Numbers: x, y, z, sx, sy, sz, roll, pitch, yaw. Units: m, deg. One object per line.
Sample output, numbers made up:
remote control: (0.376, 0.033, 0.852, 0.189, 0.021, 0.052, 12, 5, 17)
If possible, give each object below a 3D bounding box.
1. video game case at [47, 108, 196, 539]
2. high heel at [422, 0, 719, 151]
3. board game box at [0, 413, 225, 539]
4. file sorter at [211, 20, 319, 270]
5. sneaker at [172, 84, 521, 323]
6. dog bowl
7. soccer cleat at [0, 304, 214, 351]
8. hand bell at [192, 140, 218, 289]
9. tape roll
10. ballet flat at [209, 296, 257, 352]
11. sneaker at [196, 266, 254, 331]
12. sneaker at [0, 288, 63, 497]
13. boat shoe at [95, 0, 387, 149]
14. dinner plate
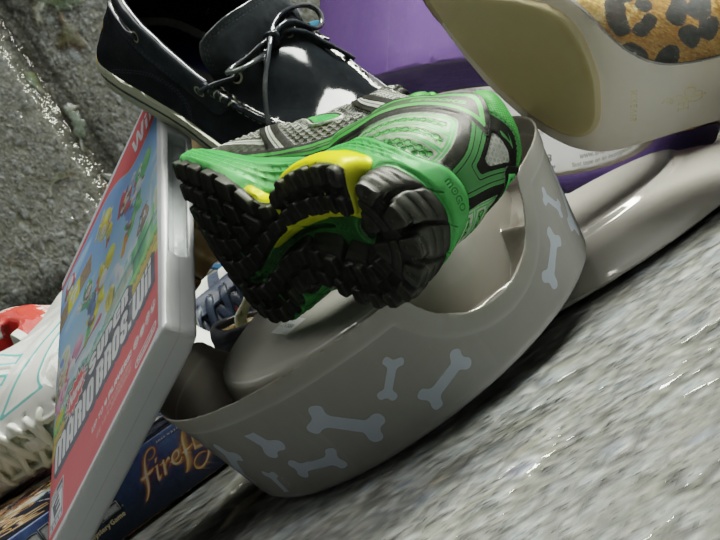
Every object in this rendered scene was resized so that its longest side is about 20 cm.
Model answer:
video game case: (-0.111, 0.018, 0.910, 0.200, 0.017, 0.143, -98, 31, -53)
high heel: (0.136, -0.109, 0.865, 0.143, 0.200, 0.071, -43, -29, -43)
board game box: (-0.158, 0.127, 1.044, 0.135, 0.035, 0.200, -35, 7, -28)
file sorter: (-0.035, -0.080, 1.369, 0.123, 0.139, 0.200, 6, -15, -29)
sneaker: (-0.006, -0.029, 0.781, 0.085, 0.078, 0.200, -37, 20, -26)
dog bowl: (0.009, 0.018, 0.838, 0.200, 0.059, 0.200, -36, 13, 10)
soccer cleat: (-0.139, 0.052, 1.168, 0.200, 0.069, 0.085, 9, 31, 39)
hand bell: (-0.093, 0.010, 0.996, 0.200, 0.104, 0.104, -60, 7, 0)
tape roll: (0.078, -0.107, 0.978, 0.200, 0.085, 0.200, 2, -15, 1)
ballet flat: (-0.002, -0.004, 1.017, 0.200, 0.073, 0.073, -38, 4, 22)
sneaker: (-0.080, 0.027, 1.248, 0.200, 0.075, 0.084, -37, 3, -40)
sneaker: (-0.176, 0.075, 1.056, 0.200, 0.070, 0.080, -43, 35, -3)
boat shoe: (-0.045, -0.089, 0.886, 0.200, 0.062, 0.075, 28, 45, 32)
dinner plate: (0.098, -0.013, 0.930, 0.200, 0.024, 0.200, -33, 6, 4)
